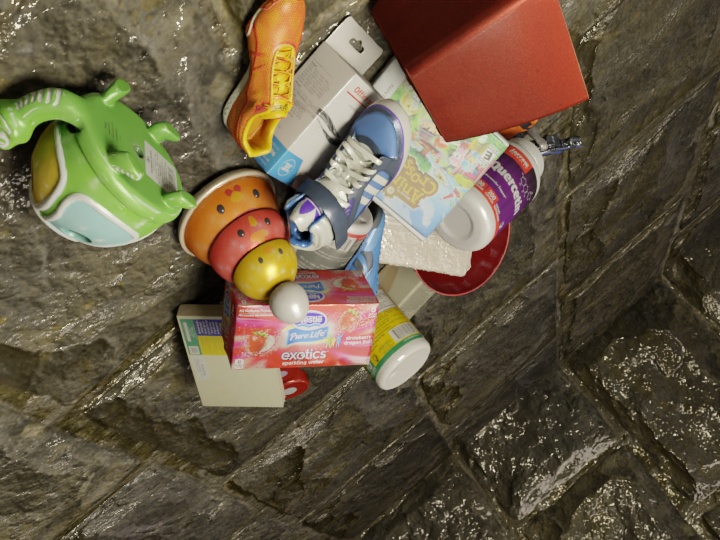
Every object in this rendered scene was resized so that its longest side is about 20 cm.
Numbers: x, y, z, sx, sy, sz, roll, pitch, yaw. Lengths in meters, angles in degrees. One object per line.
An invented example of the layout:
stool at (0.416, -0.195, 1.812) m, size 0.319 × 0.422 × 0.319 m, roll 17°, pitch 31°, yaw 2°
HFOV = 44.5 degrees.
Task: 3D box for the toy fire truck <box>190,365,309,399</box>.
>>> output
toy fire truck at (-0.183, 0.149, 1.425) m, size 0.165 × 0.114 × 0.201 m, roll -20°, pitch 153°, yaw -1°

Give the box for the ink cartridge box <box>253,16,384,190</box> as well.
ink cartridge box at (-0.041, -0.198, 1.085) m, size 0.200 × 0.068 × 0.116 m, roll -47°, pitch 157°, yaw 10°

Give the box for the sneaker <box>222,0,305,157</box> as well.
sneaker at (-0.094, -0.215, 0.971) m, size 0.072 × 0.077 × 0.202 m, roll -19°, pitch 146°, yaw -37°

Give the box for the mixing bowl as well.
mixing bowl at (0.141, -0.069, 1.473) m, size 0.197 × 0.108 × 0.204 m, roll -7°, pitch 106°, yaw -26°

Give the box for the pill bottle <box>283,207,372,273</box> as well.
pill bottle at (-0.078, -0.024, 1.265) m, size 0.113 × 0.114 × 0.201 m, roll -5°, pitch 138°, yaw -53°

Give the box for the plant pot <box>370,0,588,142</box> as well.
plant pot at (0.129, -0.274, 1.037) m, size 0.175 × 0.202 × 0.200 m, roll -32°, pitch 141°, yaw 8°

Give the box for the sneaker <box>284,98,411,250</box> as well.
sneaker at (-0.023, -0.103, 1.061) m, size 0.146 × 0.080 × 0.201 m, roll -43°, pitch 171°, yaw -43°

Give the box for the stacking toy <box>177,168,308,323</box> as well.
stacking toy at (-0.124, -0.015, 1.105) m, size 0.145 × 0.201 × 0.147 m, roll -33°, pitch 155°, yaw -17°

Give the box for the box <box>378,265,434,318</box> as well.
box at (0.114, -0.008, 1.618) m, size 0.200 × 0.078 × 0.095 m, roll -47°, pitch 155°, yaw 13°

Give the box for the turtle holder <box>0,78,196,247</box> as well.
turtle holder at (-0.260, -0.094, 0.852) m, size 0.130 × 0.143 × 0.185 m, roll -29°, pitch 168°, yaw 16°

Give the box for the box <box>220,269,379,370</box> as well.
box at (-0.084, 0.064, 1.185) m, size 0.196 × 0.096 × 0.101 m, roll 0°, pitch 118°, yaw -19°

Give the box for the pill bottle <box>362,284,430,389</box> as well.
pill bottle at (0.019, 0.093, 1.496) m, size 0.112 × 0.201 × 0.113 m, roll -32°, pitch 155°, yaw -17°

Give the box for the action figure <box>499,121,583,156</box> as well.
action figure at (0.266, -0.239, 1.437) m, size 0.196 × 0.106 × 0.194 m, roll -10°, pitch 154°, yaw -7°

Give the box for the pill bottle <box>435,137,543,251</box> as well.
pill bottle at (0.197, -0.123, 1.329) m, size 0.200 × 0.112 × 0.113 m, roll -41°, pitch 160°, yaw -37°

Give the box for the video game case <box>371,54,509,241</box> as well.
video game case at (0.071, -0.167, 1.193) m, size 0.182 × 0.199 × 0.022 m, roll -48°, pitch -163°, yaw 15°

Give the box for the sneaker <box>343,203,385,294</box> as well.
sneaker at (0.000, 0.000, 1.309) m, size 0.077 × 0.066 × 0.203 m, roll 18°, pitch 102°, yaw -28°

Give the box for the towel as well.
towel at (0.102, -0.065, 1.369) m, size 0.197 × 0.034 × 0.135 m, roll 7°, pitch 99°, yaw -31°

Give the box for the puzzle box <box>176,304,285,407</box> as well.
puzzle box at (-0.188, 0.129, 1.307) m, size 0.130 × 0.026 × 0.202 m, roll 1°, pitch 132°, yaw 6°
